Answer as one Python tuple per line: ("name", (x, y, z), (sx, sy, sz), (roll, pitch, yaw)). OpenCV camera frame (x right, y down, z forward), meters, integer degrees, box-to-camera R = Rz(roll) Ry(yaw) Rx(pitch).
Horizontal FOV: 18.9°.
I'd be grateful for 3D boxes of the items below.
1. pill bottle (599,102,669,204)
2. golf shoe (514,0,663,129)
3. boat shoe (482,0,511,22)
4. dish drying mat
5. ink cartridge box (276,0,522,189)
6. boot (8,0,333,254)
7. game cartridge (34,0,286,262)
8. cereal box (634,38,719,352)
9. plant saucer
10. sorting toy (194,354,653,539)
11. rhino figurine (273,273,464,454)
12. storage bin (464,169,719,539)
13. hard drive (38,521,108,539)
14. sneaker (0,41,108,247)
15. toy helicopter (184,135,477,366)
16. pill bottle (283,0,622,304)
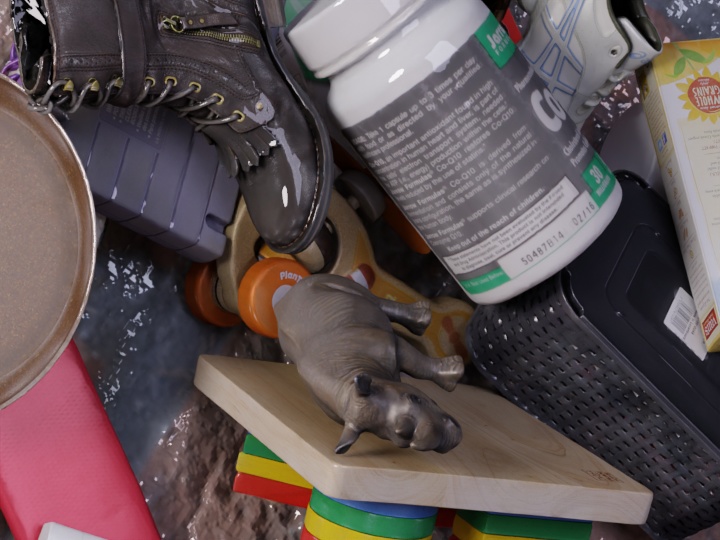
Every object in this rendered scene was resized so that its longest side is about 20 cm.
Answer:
("pill bottle", (0.261, -0.045, 1.443), (0.200, 0.112, 0.112), (17, 64, -20))
("golf shoe", (0.138, -0.128, 1.356), (0.097, 0.200, 0.078), (17, 26, 26))
("boat shoe", (0.071, -0.189, 1.377), (0.076, 0.072, 0.200), (35, 55, -22))
("dish drying mat", (-0.181, 0.085, 1.208), (0.077, 0.018, 0.200), (-25, 92, -25))
("ink cartridge box", (0.034, -0.144, 1.403), (0.200, 0.050, 0.161), (-19, 81, -29))
("boot", (-0.111, -0.098, 1.175), (0.174, 0.069, 0.200), (-7, 77, -46))
("game cartridge", (-0.113, -0.120, 1.245), (0.130, 0.038, 0.200), (26, 66, -32))
("cereal box", (0.263, -0.052, 1.353), (0.144, 0.040, 0.200), (-5, 68, -13))
("plant saucer", (-0.231, -0.014, 1.167), (0.200, 0.032, 0.201), (-1, 87, 14))
("sorting toy", (0.025, 0.117, 1.223), (0.198, 0.200, 0.070), (8, 101, -27))
("rhino figurine", (0.005, 0.056, 1.163), (0.087, 0.200, 0.060), (16, 106, -18))
("storage bin", (0.180, 0.054, 1.352), (0.200, 0.094, 0.135), (45, 46, -12))
("hard drive", (-0.099, 0.232, 1.194), (0.200, 0.027, 0.132), (21, 72, -18))
("sneaker", (-0.187, -0.102, 1.257), (0.083, 0.081, 0.200), (5, 70, -20))
("toy helicopter", (0.000, 0.000, 1.311), (0.200, 0.079, 0.132), (28, 79, -33))
("pill bottle", (0.052, -0.088, 1.261), (0.200, 0.113, 0.113), (51, 57, -12))
